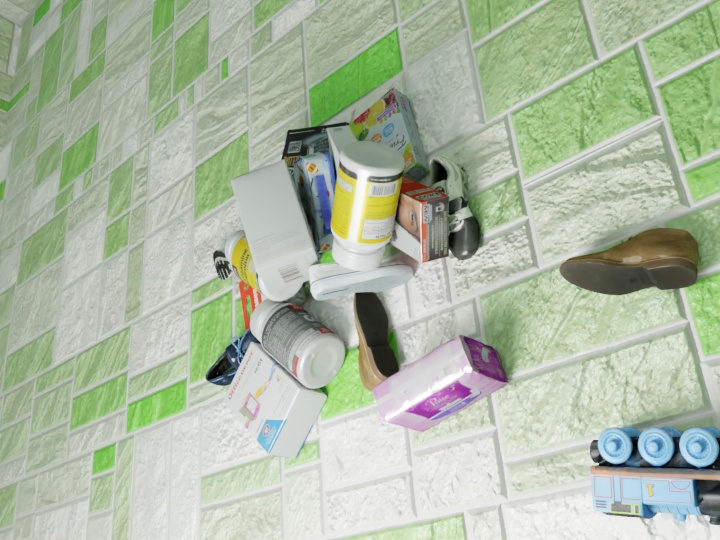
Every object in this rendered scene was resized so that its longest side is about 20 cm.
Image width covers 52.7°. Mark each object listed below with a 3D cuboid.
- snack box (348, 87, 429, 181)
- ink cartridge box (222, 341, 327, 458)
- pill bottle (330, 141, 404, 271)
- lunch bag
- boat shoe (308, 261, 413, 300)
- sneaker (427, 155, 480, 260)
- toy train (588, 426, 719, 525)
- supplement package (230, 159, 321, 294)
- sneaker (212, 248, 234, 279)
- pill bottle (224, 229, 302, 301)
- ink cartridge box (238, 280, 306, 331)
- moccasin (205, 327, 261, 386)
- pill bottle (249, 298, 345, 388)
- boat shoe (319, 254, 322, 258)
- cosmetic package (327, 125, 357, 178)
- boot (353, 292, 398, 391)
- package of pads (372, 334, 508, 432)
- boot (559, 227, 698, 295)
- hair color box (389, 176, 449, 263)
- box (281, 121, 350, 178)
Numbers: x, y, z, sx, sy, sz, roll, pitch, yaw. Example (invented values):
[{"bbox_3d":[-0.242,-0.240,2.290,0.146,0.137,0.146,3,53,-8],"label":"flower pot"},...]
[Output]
[{"bbox_3d":[0.052,-0.248,1.471,0.141,0.052,0.204,-34,54,31],"label":"snack box"},{"bbox_3d":[-0.178,0.259,1.471,0.199,0.084,0.147,33,97,47],"label":"ink cartridge box"},{"bbox_3d":[0.007,-0.110,1.267,0.114,0.112,0.204,46,136,43],"label":"pill bottle"},{"bbox_3d":[-0.080,-0.131,1.453,0.160,0.074,0.205,-170,68,-74],"label":"lunch bag"},{"bbox_3d":[0.000,0.000,1.335,0.074,0.195,0.068,118,140,-59],"label":"boat shoe"},{"bbox_3d":[0.155,-0.114,1.298,0.073,0.088,0.204,-29,57,30],"label":"sneaker"},{"bbox_3d":[0.390,0.260,0.933,0.197,0.086,0.117,-9,76,39],"label":"toy train"},{"bbox_3d":[-0.157,-0.083,1.375,0.115,0.117,0.203,-20,66,-1],"label":"supplement package"},{"bbox_3d":[-0.283,-0.032,1.707,0.199,0.079,0.075,-21,89,52],"label":"sneaker"},{"bbox_3d":[-0.206,-0.019,1.521,0.199,0.111,0.114,27,93,49],"label":"pill bottle"},{"bbox_3d":[-0.212,0.040,1.617,0.198,0.057,0.165,-32,55,25],"label":"ink cartridge box"},{"bbox_3d":[-0.264,0.193,1.583,0.200,0.068,0.081,-48,60,24],"label":"moccasin"},{"bbox_3d":[-0.130,0.136,1.447,0.199,0.113,0.116,32,96,42],"label":"pill bottle"},{"bbox_3d":[-0.133,-0.089,1.583,0.061,0.073,0.203,-30,57,14],"label":"boat shoe"},{"bbox_3d":[-0.022,-0.178,1.411,0.201,0.050,0.154,-111,15,-62],"label":"cosmetic package"},{"bbox_3d":[0.012,0.127,1.347,0.076,0.072,0.203,-50,40,42],"label":"boot"},{"bbox_3d":[0.128,0.187,1.181,0.199,0.119,0.077,-36,52,29],"label":"package of pads"},{"bbox_3d":[0.390,-0.015,1.061,0.197,0.074,0.077,-4,52,38],"label":"boot"},{"bbox_3d":[0.083,-0.101,1.319,0.199,0.063,0.113,34,132,56],"label":"hair color box"},{"bbox_3d":[-0.100,-0.237,1.614,0.197,0.049,0.161,4,77,44],"label":"box"}]
